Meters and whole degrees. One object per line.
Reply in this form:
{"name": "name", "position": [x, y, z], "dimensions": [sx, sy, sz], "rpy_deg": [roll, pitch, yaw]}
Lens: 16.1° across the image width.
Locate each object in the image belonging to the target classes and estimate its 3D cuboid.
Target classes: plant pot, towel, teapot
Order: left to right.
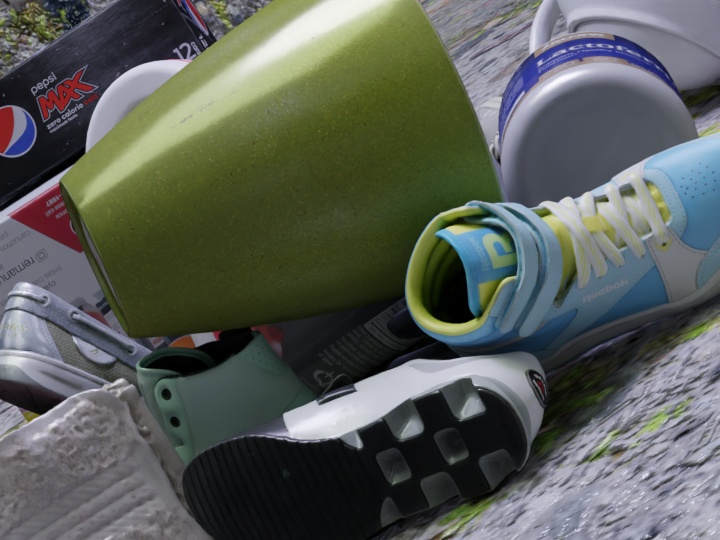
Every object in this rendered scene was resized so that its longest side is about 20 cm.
{"name": "towel", "position": [-0.169, 0.156, 1.303], "dimensions": [0.200, 0.133, 0.034], "rpy_deg": [-35, -2, -10]}
{"name": "plant pot", "position": [-0.052, -0.048, 1.352], "dimensions": [0.200, 0.187, 0.187], "rpy_deg": [-24, 9, -9]}
{"name": "teapot", "position": [0.206, -0.185, 1.731], "dimensions": [0.200, 0.197, 0.146], "rpy_deg": [53, -125, -74]}

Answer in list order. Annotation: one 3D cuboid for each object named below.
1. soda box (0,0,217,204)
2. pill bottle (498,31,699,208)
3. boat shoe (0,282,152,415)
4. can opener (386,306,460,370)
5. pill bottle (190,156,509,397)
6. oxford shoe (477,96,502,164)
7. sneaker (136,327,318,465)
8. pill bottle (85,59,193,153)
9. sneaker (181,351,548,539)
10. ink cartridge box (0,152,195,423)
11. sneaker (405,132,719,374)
{"name": "soda box", "position": [-0.190, -0.112, 1.644], "dimensions": [0.200, 0.071, 0.063], "rpy_deg": [-32, 4, 9]}
{"name": "pill bottle", "position": [0.140, -0.082, 1.531], "dimensions": [0.116, 0.116, 0.200], "rpy_deg": [-31, 11, 8]}
{"name": "boat shoe", "position": [-0.121, 0.066, 1.460], "dimensions": [0.074, 0.202, 0.065], "rpy_deg": [-12, 63, 53]}
{"name": "can opener", "position": [0.082, 0.024, 1.417], "dimensions": [0.200, 0.079, 0.063], "rpy_deg": [-27, 50, 43]}
{"name": "pill bottle", "position": [0.000, 0.000, 1.539], "dimensions": [0.200, 0.111, 0.111], "rpy_deg": [-34, 10, 16]}
{"name": "oxford shoe", "position": [0.114, -0.084, 1.755], "dimensions": [0.058, 0.075, 0.200], "rpy_deg": [-48, 12, -8]}
{"name": "sneaker", "position": [-0.106, 0.104, 1.394], "dimensions": [0.200, 0.118, 0.074], "rpy_deg": [-30, 12, 21]}
{"name": "pill bottle", "position": [-0.073, -0.077, 1.590], "dimensions": [0.111, 0.112, 0.200], "rpy_deg": [-27, -8, 27]}
{"name": "sneaker", "position": [0.007, 0.089, 1.278], "dimensions": [0.200, 0.074, 0.089], "rpy_deg": [-16, 15, 25]}
{"name": "ink cartridge box", "position": [-0.157, 0.030, 1.657], "dimensions": [0.145, 0.200, 0.145], "rpy_deg": [-32, 10, 11]}
{"name": "sneaker", "position": [0.112, -0.013, 1.267], "dimensions": [0.200, 0.080, 0.131], "rpy_deg": [-35, -26, 17]}
